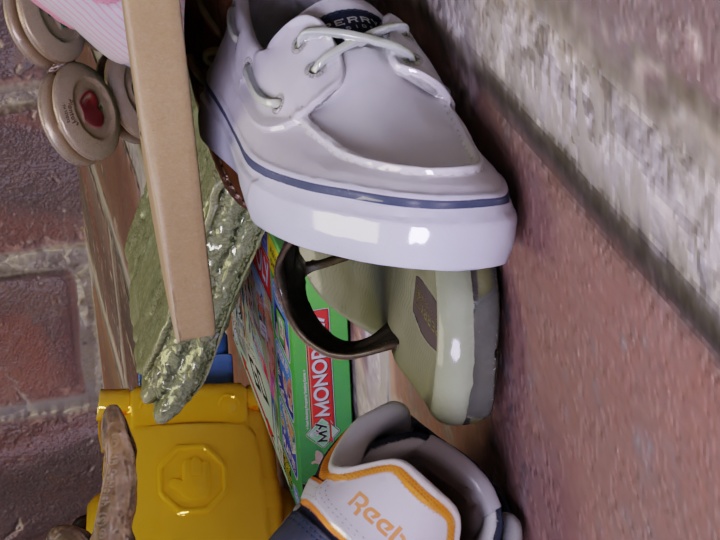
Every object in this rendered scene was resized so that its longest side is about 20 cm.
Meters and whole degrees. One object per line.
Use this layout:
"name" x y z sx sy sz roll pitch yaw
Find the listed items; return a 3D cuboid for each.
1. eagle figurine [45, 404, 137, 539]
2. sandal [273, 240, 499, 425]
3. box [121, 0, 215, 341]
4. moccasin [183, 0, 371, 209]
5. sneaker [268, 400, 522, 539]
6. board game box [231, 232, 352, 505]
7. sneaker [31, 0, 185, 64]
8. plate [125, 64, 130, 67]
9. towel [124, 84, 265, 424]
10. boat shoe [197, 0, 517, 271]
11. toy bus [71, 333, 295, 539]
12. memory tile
"eagle figurine" -0.044 0.170 0.748 0.150 0.152 0.200 15 157 36
"sandal" 0.000 -0.001 0.718 0.201 0.057 0.080 -136 39 -73
"box" -0.074 -0.101 0.711 0.201 0.021 0.164 89 172 -46
"moccasin" -0.029 -0.105 0.775 0.078 0.073 0.202 -93 11 -55
"sneaker" 0.015 0.092 0.684 0.078 0.079 0.200 40 -176 4
"board game box" -0.039 0.017 1.018 0.200 0.029 0.135 -119 22 -62
"sneaker" -0.092 -0.173 0.956 0.075 0.105 0.201 -28 26 42
"plate" -0.128 -0.191 1.022 0.200 0.025 0.201 37 -136 -48
"towel" -0.072 -0.041 0.980 0.149 0.036 0.201 -109 36 -57
"boat shoe" -0.010 -0.055 0.657 0.200 0.073 0.067 -146 57 -59
"toy bus" -0.101 0.121 1.164 0.200 0.135 0.193 109 157 -72
"memory tile" -0.140 -0.160 1.028 0.153 0.017 0.201 -31 -78 -61
